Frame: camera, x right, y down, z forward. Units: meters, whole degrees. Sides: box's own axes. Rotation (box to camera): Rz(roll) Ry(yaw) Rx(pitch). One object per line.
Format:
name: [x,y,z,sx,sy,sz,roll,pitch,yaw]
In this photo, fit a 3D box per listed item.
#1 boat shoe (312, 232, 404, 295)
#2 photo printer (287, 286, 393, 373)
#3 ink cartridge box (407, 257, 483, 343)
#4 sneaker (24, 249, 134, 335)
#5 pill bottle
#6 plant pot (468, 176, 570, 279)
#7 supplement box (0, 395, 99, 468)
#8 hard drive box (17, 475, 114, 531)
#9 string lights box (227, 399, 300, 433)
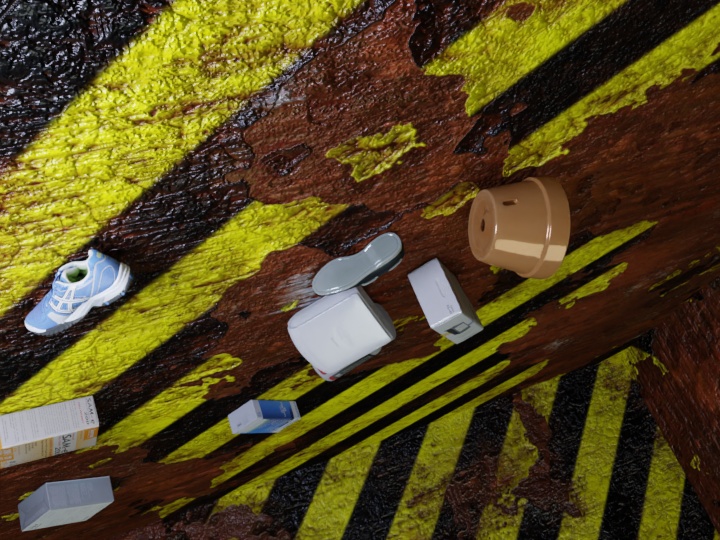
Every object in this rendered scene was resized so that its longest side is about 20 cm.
boat shoe: [0.000,0.000,1.360,0.198,0.076,0.060,-25,150,5]
photo printer: [-0.050,0.131,1.507,0.198,0.070,0.167,-29,119,13]
ink cartridge box: [0.201,0.075,1.602,0.085,0.149,0.200,-30,154,15]
sneaker: [-0.444,0.030,1.049,0.198,0.076,0.077,-31,133,14]
pill bottle: [-0.020,0.168,1.631,0.199,0.115,0.113,-33,154,20]
plant pot: [0.299,-0.085,1.342,0.137,0.203,0.201,2,150,-13]
supplement box: [-0.665,0.342,1.450,0.197,0.074,0.126,-9,153,-30]
hard drive box: [-0.826,0.653,1.925,0.155,0.078,0.199,-36,153,25]
string lights box: [-0.275,0.424,1.980,0.102,0.060,0.199,-34,154,23]
